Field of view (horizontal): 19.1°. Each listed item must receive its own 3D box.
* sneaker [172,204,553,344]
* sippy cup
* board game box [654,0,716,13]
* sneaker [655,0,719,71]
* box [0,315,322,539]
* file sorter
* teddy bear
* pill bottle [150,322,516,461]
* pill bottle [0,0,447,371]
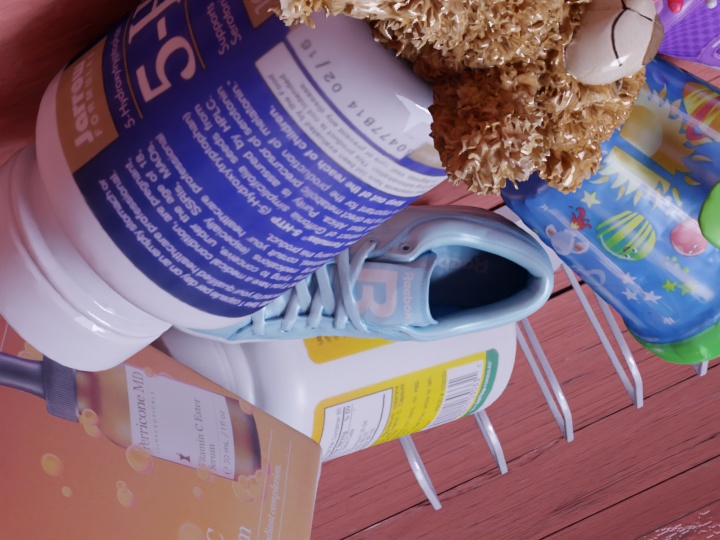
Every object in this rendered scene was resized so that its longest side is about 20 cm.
[{"bbox_3d":[0.000,0.000,1.027,0.198,0.075,0.082,-7,-170,-15],"label":"sneaker"},{"bbox_3d":[0.140,-0.043,1.046,0.130,0.140,0.177,32,145,-25],"label":"sippy cup"},{"bbox_3d":[0.112,-0.126,0.822,0.157,0.039,0.199,-8,172,39],"label":"board game box"},{"bbox_3d":[0.201,-0.114,1.030,0.080,0.089,0.199,-36,160,35],"label":"sneaker"},{"bbox_3d":[-0.131,0.116,0.973,0.199,0.153,0.106,32,131,-25],"label":"box"},{"bbox_3d":[0.100,0.040,1.287,0.199,0.125,0.139,-26,164,0],"label":"file sorter"},{"bbox_3d":[0.034,-0.100,0.697,0.067,0.146,0.200,-30,124,31],"label":"teddy bear"},{"bbox_3d":[-0.026,0.044,1.130,0.199,0.113,0.113,-15,161,-32],"label":"pill bottle"},{"bbox_3d":[-0.051,-0.049,0.799,0.199,0.120,0.119,-35,161,28],"label":"pill bottle"}]
